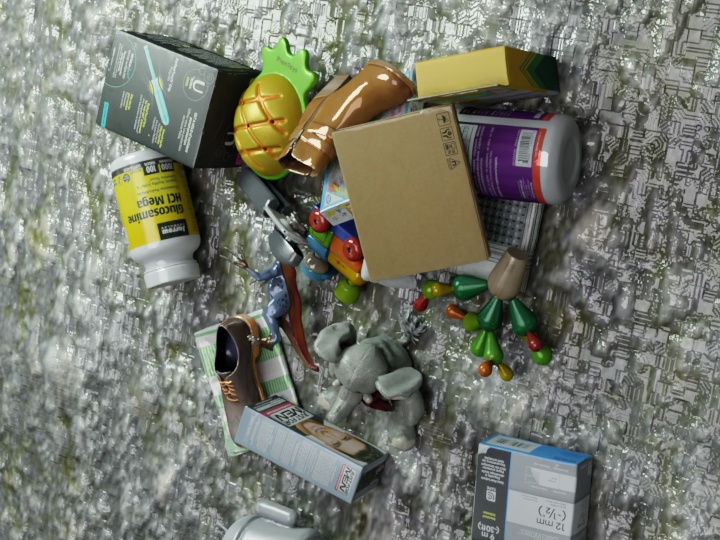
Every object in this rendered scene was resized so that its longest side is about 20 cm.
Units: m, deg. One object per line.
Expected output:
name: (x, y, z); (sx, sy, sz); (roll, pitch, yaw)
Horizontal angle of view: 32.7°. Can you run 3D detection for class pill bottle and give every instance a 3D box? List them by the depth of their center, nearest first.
pill bottle: (0.174, -0.148, 1.557); (0.198, 0.112, 0.114); (9, 99, 28)
pill bottle: (-0.308, -0.079, 1.875); (0.111, 0.112, 0.203); (-16, 87, 30)

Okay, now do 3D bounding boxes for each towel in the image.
towel: (0.151, -0.088, 1.648); (0.198, 0.034, 0.195); (18, 104, 29)
towel: (-0.171, 0.172, 1.870); (0.151, 0.023, 0.202); (-20, 84, 30)

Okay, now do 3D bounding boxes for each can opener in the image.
can opener: (-0.130, -0.082, 1.749); (0.067, 0.052, 0.200); (-51, 40, 14)

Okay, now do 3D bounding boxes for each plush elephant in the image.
plush elephant: (0.008, 0.151, 1.684); (0.164, 0.154, 0.202); (32, 110, 24)

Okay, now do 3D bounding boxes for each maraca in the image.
maraca: (-0.119, -0.228, 1.748); (0.137, 0.106, 0.202); (32, 117, 31)

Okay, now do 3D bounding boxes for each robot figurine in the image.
robot figurine: (-0.127, 0.428, 1.815); (0.198, 0.113, 0.172); (6, 93, 30)

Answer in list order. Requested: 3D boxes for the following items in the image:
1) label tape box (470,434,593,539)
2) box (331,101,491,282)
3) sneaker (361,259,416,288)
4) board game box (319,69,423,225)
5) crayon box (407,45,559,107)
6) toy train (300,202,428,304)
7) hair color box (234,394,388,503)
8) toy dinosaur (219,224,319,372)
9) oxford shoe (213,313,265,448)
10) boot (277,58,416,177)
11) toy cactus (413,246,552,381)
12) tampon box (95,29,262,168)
label tape box: (0.224, 0.333, 1.627); (0.142, 0.066, 0.203); (8, 97, 30)
box: (0.063, -0.095, 1.539); (0.162, 0.021, 0.202); (-10, 104, 19)
sneaker: (0.064, -0.069, 1.650); (0.087, 0.075, 0.202); (17, 73, -7)
board game box: (0.018, -0.166, 1.651); (0.133, 0.034, 0.202); (-19, 46, 31)
crayon box: (0.155, -0.241, 1.535); (0.124, 0.199, 0.052); (-5, 92, 30)
toy train: (0.000, 0.000, 1.716); (0.200, 0.084, 0.117); (40, 124, 27)
hair color box: (-0.070, 0.254, 1.761); (0.198, 0.099, 0.061); (25, 104, 19)
toy dinosaur: (-0.110, 0.025, 1.788); (0.198, 0.105, 0.183); (24, 89, 5)
oxford shoe: (-0.190, 0.170, 1.826); (0.071, 0.073, 0.203); (-3, 94, 28)
boot: (-0.023, -0.197, 1.616); (0.199, 0.077, 0.156); (7, 56, 52)
toy cactus: (0.169, 0.046, 1.605); (0.199, 0.102, 0.166); (36, 124, 24)
tampon box: (-0.269, -0.256, 1.827); (0.198, 0.126, 0.152); (25, 107, 25)
